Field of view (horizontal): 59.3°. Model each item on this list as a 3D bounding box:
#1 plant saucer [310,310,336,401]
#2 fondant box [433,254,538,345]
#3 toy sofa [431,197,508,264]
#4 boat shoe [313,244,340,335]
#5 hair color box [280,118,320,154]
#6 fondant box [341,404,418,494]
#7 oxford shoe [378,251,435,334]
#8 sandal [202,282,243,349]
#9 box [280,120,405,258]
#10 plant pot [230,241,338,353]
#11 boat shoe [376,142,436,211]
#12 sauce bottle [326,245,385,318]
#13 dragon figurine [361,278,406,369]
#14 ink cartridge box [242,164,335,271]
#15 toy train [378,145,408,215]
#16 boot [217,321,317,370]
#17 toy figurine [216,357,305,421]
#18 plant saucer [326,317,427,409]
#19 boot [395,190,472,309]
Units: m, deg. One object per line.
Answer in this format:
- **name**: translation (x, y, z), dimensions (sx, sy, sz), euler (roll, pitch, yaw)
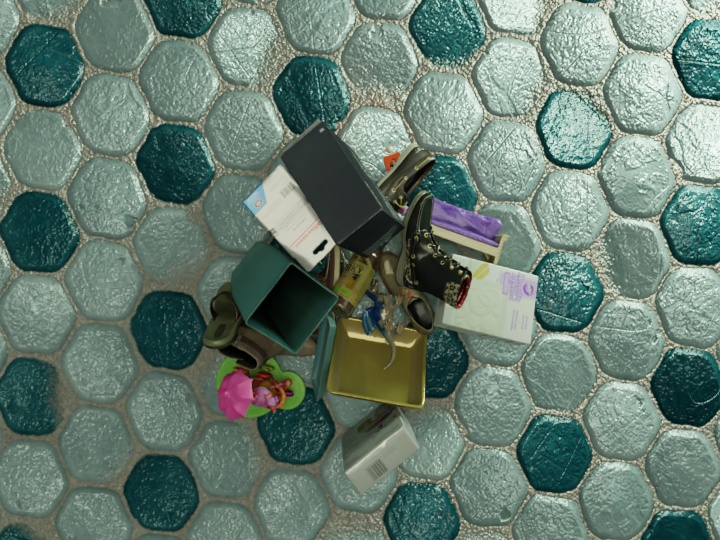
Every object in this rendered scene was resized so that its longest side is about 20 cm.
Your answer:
- **plant saucer**: translation (-0.076, 0.171, 1.303), dimensions (0.019, 0.070, 0.203), euler (-1, 124, -17)
- **fondant box**: translation (0.260, 0.062, 1.308), dimensions (0.196, 0.058, 0.147), euler (14, 77, -12)
- **toy sofa**: translation (0.208, -0.090, 1.334), dimensions (0.196, 0.083, 0.099), euler (19, 92, -1)
- **boat shoe**: translation (-0.080, 0.039, 1.342), dimensions (0.070, 0.072, 0.204), euler (7, 97, 0)
- **hair color box**: translation (-0.063, -0.200, 1.311), dimensions (0.111, 0.064, 0.201), euler (-40, 76, 0)
- **fondant box**: translation (0.035, 0.347, 1.277), dimensions (0.143, 0.200, 0.059), euler (-38, 97, 1)
- **oxford shoe**: translation (0.102, 0.043, 1.336), dimensions (0.070, 0.075, 0.201), euler (-36, 85, -2)
- **sandal**: translation (-0.273, 0.080, 1.283), dimensions (0.078, 0.202, 0.058), euler (-8, 121, 4)
- **box**: translation (-0.029, -0.142, 1.163), dimensions (0.103, 0.182, 0.202), euler (-36, 75, 9)
- **plant pot**: translation (-0.171, 0.033, 1.268), dimensions (0.142, 0.200, 0.141), euler (-50, 129, 2)
- **boat shoe**: translation (0.075, -0.162, 1.270), dimensions (0.060, 0.072, 0.203), euler (33, 84, 24)
- **sauce bottle**: translation (0.000, 0.000, 1.302), dimensions (0.064, 0.065, 0.202), euler (30, 68, -2)
- **dragon figurine**: translation (0.042, 0.103, 1.319), dimensions (0.058, 0.099, 0.204), euler (0, 80, -33)
- **ink cartridge box**: translation (-0.138, -0.108, 1.336), dimensions (0.116, 0.068, 0.200), euler (-43, 91, 1)
- **toy train**: translation (0.028, -0.164, 1.348), dimensions (0.197, 0.056, 0.153), euler (-23, 75, 6)
- **boot**: translation (-0.195, 0.160, 1.300), dimensions (0.196, 0.146, 0.072), euler (15, 109, 4)
- **toy figurine**: translation (-0.214, 0.252, 1.288), dimensions (0.196, 0.184, 0.153), euler (13, 92, -2)
- **plant saucer**: translation (0.036, 0.199, 1.313), dimensions (0.196, 0.202, 0.049), euler (10, 134, -1)
- **boot**: translation (0.152, -0.038, 1.228), dimensions (0.152, 0.073, 0.207), euler (27, 120, 32)
